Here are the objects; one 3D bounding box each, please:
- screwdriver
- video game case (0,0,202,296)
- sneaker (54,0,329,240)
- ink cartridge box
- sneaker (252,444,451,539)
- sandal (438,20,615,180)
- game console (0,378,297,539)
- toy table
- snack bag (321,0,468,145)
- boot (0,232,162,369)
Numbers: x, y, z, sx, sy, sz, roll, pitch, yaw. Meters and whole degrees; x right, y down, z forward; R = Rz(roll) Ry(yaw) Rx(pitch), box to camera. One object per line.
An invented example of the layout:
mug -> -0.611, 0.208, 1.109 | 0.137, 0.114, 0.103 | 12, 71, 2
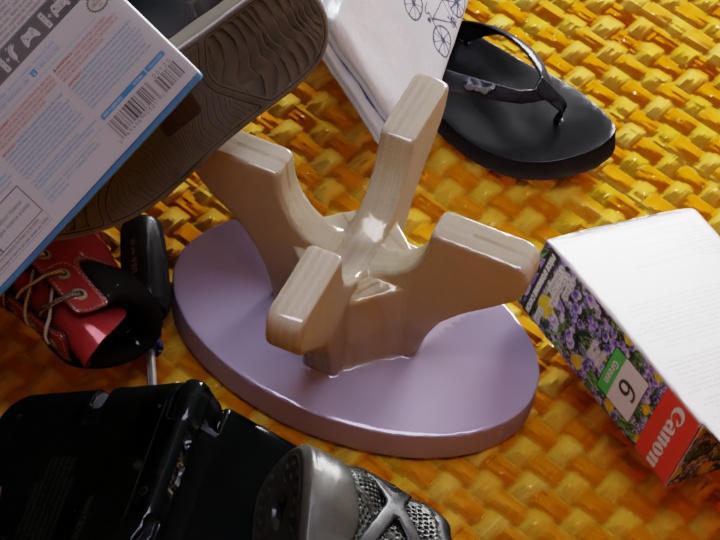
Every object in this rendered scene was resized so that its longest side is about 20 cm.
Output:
screwdriver -> -0.102, 0.055, 1.180 | 0.029, 0.028, 0.201 | -6, 55, -9
video game case -> -0.191, -0.106, 1.058 | 0.200, 0.018, 0.143 | 44, 82, -8
sneaker -> -0.118, -0.086, 1.149 | 0.199, 0.075, 0.106 | -31, 29, -17
ink cartridge box -> 0.180, 0.058, 1.178 | 0.109, 0.051, 0.200 | -12, 52, -36
sneaker -> 0.007, 0.182, 1.033 | 0.114, 0.076, 0.200 | 20, 51, -22
sandal -> 0.057, -0.117, 1.330 | 0.200, 0.043, 0.076 | 35, 55, 21
game console -> -0.102, 0.164, 1.084 | 0.175, 0.117, 0.201 | -6, 47, 29
toy table -> 0.000, 0.000, 1.177 | 0.199, 0.117, 0.184 | 12, 49, 5
snack bag -> 0.002, -0.193, 1.261 | 0.021, 0.200, 0.189 | -9, 44, 33
boot -> -0.189, -0.015, 1.129 | 0.199, 0.073, 0.144 | 18, 23, -44
